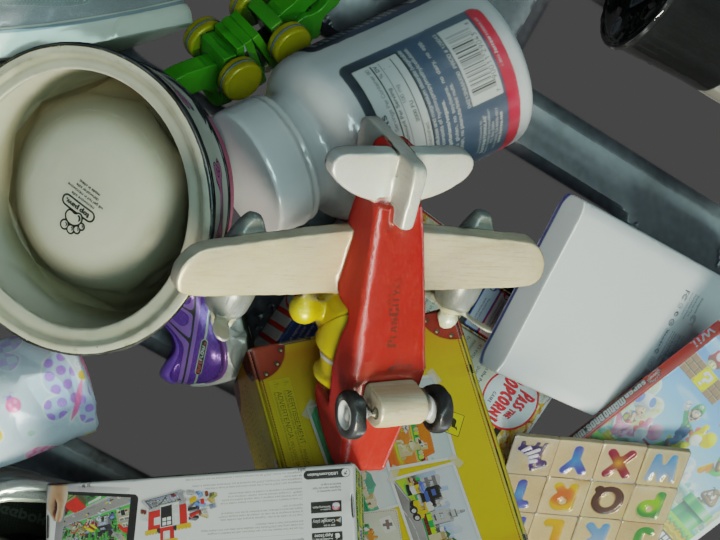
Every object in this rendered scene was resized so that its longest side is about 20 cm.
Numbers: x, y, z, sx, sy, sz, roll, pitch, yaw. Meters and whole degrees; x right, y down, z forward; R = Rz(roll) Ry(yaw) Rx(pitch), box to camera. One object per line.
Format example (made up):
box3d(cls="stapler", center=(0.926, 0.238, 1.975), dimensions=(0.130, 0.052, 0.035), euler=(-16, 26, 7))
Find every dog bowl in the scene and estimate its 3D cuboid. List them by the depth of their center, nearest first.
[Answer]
box3d(cls="dog bowl", center=(-0.170, -0.049, 1.409), dimensions=(0.199, 0.074, 0.201), euler=(3, 98, 21))

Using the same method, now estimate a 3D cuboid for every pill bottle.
box3d(cls="pill bottle", center=(0.004, -0.103, 1.454), dimensions=(0.200, 0.119, 0.120), euler=(-26, 104, -23))

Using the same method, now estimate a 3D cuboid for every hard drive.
box3d(cls="hard drive", center=(0.183, 0.038, 1.547), dimensions=(0.200, 0.025, 0.132), euler=(25, 94, -43))

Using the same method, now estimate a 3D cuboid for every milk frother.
box3d(cls="milk frother", center=(0.304, -0.194, 1.508), dimensions=(0.188, 0.200, 0.181), euler=(26, 86, -18))

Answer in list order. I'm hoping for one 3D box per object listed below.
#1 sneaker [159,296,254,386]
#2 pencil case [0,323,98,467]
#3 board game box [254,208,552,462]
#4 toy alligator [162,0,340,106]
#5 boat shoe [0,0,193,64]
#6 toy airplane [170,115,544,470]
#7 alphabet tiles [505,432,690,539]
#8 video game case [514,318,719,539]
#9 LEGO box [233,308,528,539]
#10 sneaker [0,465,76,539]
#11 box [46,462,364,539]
box3d(cls="sneaker", center=(-0.131, -0.015, 1.470), dimensions=(0.083, 0.081, 0.201), euler=(-14, 98, -2))
box3d(cls="pencil case", center=(-0.273, 0.100, 1.433), dimensions=(0.199, 0.091, 0.083), euler=(-20, 112, -14))
box3d(cls="board game box", center=(0.046, 0.051, 1.543), dimensions=(0.200, 0.046, 0.152), euler=(36, 86, -18))
box3d(cls="toy alligator", center=(-0.053, -0.166, 1.485), dimensions=(0.200, 0.059, 0.054), euler=(-36, 147, -10))
box3d(cls="boat shoe", center=(-0.209, -0.175, 1.425), dimensions=(0.200, 0.070, 0.072), euler=(-10, 89, -21))
box3d(cls="toy airplane", center=(0.000, 0.000, 1.370), dimensions=(0.199, 0.141, 0.200), euler=(-48, 116, -12))
box3d(cls="alphabet tiles", center=(0.122, 0.186, 1.563), dimensions=(0.199, 0.008, 0.168), euler=(6, 122, -14))
box3d(cls="video game case", center=(0.222, 0.141, 1.579), dimensions=(0.200, 0.017, 0.143), euler=(-39, 121, 8))
box3d(cls="LEGO box", center=(0.015, 0.139, 1.433), dimensions=(0.148, 0.077, 0.201), euler=(-11, 70, -16))
box3d(cls="sneaker", center=(-0.175, 0.180, 1.460), dimensions=(0.199, 0.116, 0.074), euler=(11, 92, -18))
box3d(cls="box", center=(-0.097, 0.183, 1.355), dimensions=(0.199, 0.035, 0.111), euler=(-4, 72, 8))
